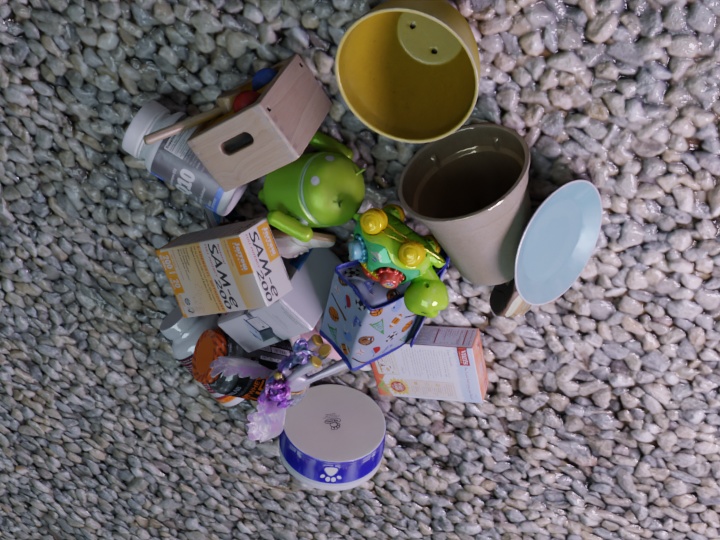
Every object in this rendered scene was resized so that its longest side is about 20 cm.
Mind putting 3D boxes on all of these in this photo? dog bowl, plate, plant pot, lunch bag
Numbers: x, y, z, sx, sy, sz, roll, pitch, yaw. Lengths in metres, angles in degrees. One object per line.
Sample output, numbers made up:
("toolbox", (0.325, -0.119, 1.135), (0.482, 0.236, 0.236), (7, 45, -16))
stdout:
("dog bowl", (-0.053, 0.310, 1.974), (0.199, 0.200, 0.079), (15, 130, 10))
("plate", (0.288, -0.044, 1.563), (0.026, 0.200, 0.201), (30, 142, 39))
("plant pot", (0.080, -0.299, 1.452), (0.199, 0.142, 0.201), (11, 132, 13))
("lunch bag", (0.052, 0.051, 1.726), (0.124, 0.199, 0.170), (49, 143, 25))
("plant pot", (0.181, -0.085, 1.574), (0.199, 0.201, 0.184), (-5, 137, 26))

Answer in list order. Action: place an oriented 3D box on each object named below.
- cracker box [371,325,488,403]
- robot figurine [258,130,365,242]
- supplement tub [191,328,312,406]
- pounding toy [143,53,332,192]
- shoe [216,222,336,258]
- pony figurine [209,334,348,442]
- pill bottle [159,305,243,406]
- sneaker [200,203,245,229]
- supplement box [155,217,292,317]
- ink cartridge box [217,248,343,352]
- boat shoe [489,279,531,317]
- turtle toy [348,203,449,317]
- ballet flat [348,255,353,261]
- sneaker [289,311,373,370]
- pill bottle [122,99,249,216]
("cracker box", (0.120, 0.164, 1.878), (0.199, 0.058, 0.134), (3, 129, 22))
("robot figurine", (-0.074, -0.126, 1.655), (0.199, 0.176, 0.116), (3, 148, 50))
("supplement tub", (-0.197, 0.173, 1.914), (0.199, 0.123, 0.122), (16, 140, -32))
("pounding toy", (-0.184, -0.224, 1.594), (0.199, 0.184, 0.142), (-20, 118, 34))
("shoe", (-0.137, -0.047, 1.729), (0.199, 0.070, 0.054), (4, 101, 7))
("pony figurine", (-0.133, 0.191, 1.783), (0.200, 0.193, 0.167), (-38, 67, 26))
("pill bottle", (-0.283, 0.154, 1.999), (0.113, 0.113, 0.200), (-25, 116, 36))
("sneaker", (-0.220, -0.049, 1.779), (0.072, 0.072, 0.201), (-19, 82, 42))
("supplement box", (-0.220, -0.002, 1.687), (0.199, 0.073, 0.127), (-9, 108, 39))
("ink cartridge box", (-0.134, 0.044, 1.798), (0.086, 0.147, 0.200), (43, 144, -18))
("boat shoe", (0.281, -0.007, 1.672), (0.076, 0.072, 0.200), (8, 131, -30))
("turtle toy", (0.060, -0.016, 1.599), (0.200, 0.146, 0.101), (42, 107, 9))
("ballet flat", (0.000, 0.000, 1.794), (0.069, 0.070, 0.200), (26, 134, 0))
("sneaker", (-0.056, 0.124, 1.879), (0.104, 0.076, 0.200), (-13, 147, 29))
("pill bottle", (-0.278, -0.185, 1.711), (0.199, 0.114, 0.114), (31, 133, 0))
